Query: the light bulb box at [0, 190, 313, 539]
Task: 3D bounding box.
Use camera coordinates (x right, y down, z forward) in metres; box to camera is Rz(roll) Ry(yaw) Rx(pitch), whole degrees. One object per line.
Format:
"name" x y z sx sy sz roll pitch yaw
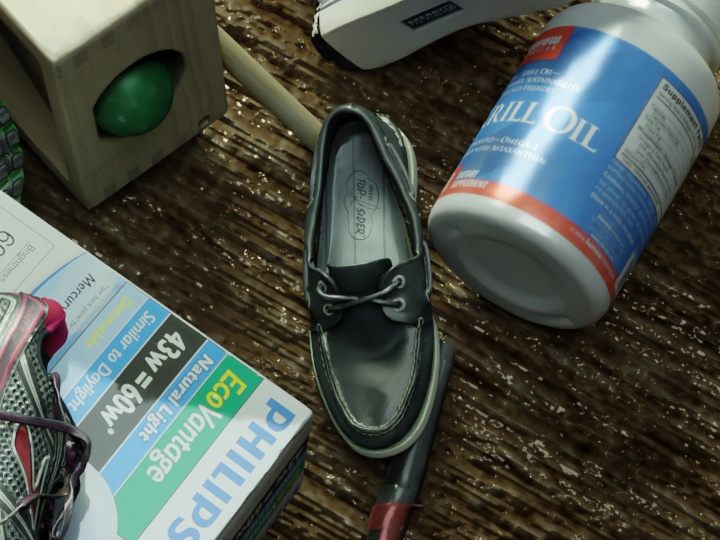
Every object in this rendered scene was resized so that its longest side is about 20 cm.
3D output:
"light bulb box" -0.160 0.107 1.231 0.200 0.125 0.198 34 69 9

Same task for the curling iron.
"curling iron" 0.026 0.130 1.320 0.050 0.026 0.200 -4 58 33

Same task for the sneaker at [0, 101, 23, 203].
"sneaker" -0.246 -0.098 1.364 0.078 0.085 0.200 -25 88 -13

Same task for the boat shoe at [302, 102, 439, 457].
"boat shoe" 0.002 -0.001 1.343 0.074 0.066 0.200 -3 67 14

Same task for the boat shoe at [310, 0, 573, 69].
"boat shoe" 0.057 -0.188 1.387 0.200 0.075 0.093 -16 61 28

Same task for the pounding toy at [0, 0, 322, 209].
"pounding toy" -0.132 -0.139 1.346 0.142 0.184 0.200 -37 68 -16

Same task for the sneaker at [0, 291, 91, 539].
"sneaker" -0.155 0.100 1.124 0.075 0.081 0.200 -10 70 -11

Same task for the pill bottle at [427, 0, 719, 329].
"pill bottle" 0.130 -0.077 1.371 0.112 0.112 0.200 29 68 6
